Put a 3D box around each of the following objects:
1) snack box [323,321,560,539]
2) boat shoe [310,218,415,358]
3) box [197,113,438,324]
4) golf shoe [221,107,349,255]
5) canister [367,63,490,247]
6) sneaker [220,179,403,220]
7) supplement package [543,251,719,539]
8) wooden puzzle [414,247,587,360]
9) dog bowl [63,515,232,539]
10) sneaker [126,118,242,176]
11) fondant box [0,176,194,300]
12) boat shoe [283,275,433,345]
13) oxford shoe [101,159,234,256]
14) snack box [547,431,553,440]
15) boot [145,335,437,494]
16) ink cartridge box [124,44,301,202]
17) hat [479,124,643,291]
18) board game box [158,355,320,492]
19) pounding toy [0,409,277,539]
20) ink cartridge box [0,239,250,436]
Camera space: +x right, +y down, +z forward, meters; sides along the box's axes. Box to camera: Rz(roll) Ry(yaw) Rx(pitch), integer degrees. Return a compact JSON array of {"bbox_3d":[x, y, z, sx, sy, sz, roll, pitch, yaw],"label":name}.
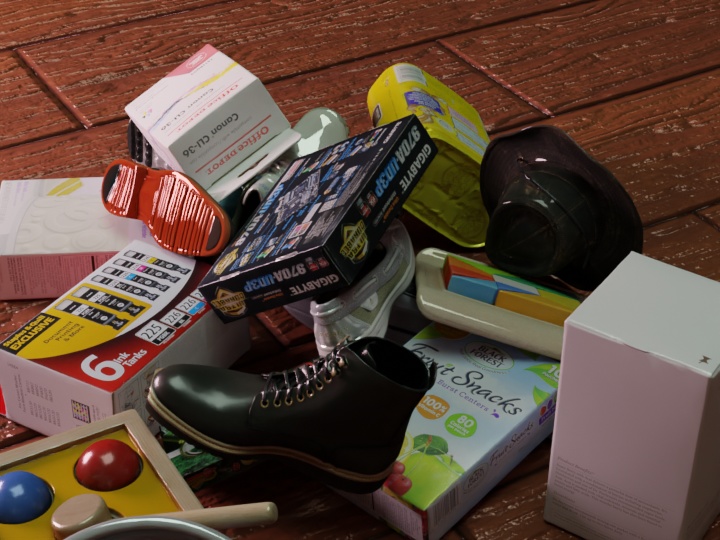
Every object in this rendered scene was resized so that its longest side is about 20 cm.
[{"bbox_3d":[0.066,0.126,1.229,0.142,0.053,0.200,28,50,34],"label":"snack box"},{"bbox_3d":[-0.002,0.001,1.289,0.074,0.065,0.202,-7,32,22],"label":"boat shoe"},{"bbox_3d":[-0.036,-0.047,1.293,0.158,0.046,0.200,-18,28,40],"label":"box"},{"bbox_3d":[-0.073,-0.076,1.424,0.078,0.097,0.201,22,81,18],"label":"golf shoe"},{"bbox_3d":[0.082,-0.128,1.559,0.148,0.087,0.200,32,22,-23],"label":"canister"},{"bbox_3d":[-0.054,-0.066,1.496,0.198,0.072,0.080,-2,6,-7],"label":"sneaker"},{"bbox_3d":[0.229,0.111,1.141,0.121,0.201,0.120,22,39,27],"label":"supplement package"},{"bbox_3d":[0.139,0.026,1.326,0.184,0.037,0.200,17,13,-2],"label":"wooden puzzle"},{"bbox_3d":[-0.134,0.257,0.921,0.198,0.202,0.079,-1,-10,-3],"label":"dog bowl"},{"bbox_3d":[-0.175,-0.125,1.607,0.081,0.076,0.200,-15,36,-37],"label":"sneaker"},{"bbox_3d":[-0.268,-0.036,1.479,0.198,0.059,0.145,-2,34,-6],"label":"fondant box"},{"bbox_3d":[0.006,0.027,1.393,0.199,0.072,0.071,23,30,13],"label":"boat shoe"},{"bbox_3d":[-0.168,-0.060,1.391,0.072,0.072,0.200,11,13,-42],"label":"oxford shoe"},{"bbox_3d":[0.229,0.096,1.321,0.072,0.024,0.200,24,41,34],"label":"snack box"},{"bbox_3d":[-0.050,0.082,1.095,0.199,0.139,0.078,16,46,-11],"label":"boot"},{"bbox_3d":[-0.149,-0.149,1.467,0.116,0.068,0.200,-39,32,-7],"label":"ink cartridge box"},{"bbox_3d":[0.167,-0.039,1.387,0.200,0.201,0.081,28,54,34],"label":"hat"},{"bbox_3d":[-0.068,0.118,1.216,0.199,0.024,0.105,-24,25,-6],"label":"board game box"},{"bbox_3d":[-0.181,0.196,1.056,0.183,0.143,0.200,-18,38,-25],"label":"pounding toy"},{"bbox_3d":[-0.225,0.062,1.309,0.175,0.084,0.200,17,37,25],"label":"ink cartridge box"}]
